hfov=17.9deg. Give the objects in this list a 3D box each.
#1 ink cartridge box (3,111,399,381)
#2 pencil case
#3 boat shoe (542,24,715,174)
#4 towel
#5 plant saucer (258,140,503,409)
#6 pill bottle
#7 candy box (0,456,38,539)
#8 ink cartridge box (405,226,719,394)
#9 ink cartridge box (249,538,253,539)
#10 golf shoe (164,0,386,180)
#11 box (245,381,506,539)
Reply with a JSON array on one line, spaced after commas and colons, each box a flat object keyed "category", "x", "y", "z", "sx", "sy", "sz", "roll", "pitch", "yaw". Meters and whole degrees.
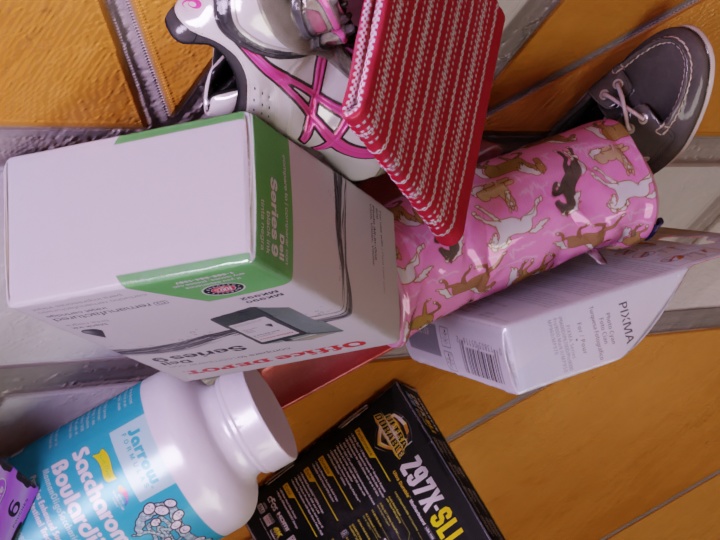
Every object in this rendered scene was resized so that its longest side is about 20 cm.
[{"category": "ink cartridge box", "x": -0.079, "y": -0.008, "z": 1.234, "sx": 0.145, "sy": 0.085, "sz": 0.200, "roll": -10, "pitch": 162, "yaw": 21}, {"category": "pencil case", "x": 0.083, "y": -0.023, "z": 1.377, "sx": 0.199, "sy": 0.087, "sz": 0.083, "roll": -21, "pitch": -175, "yaw": -23}, {"category": "boat shoe", "x": 0.155, "y": -0.078, "z": 1.461, "sx": 0.057, "sy": 0.067, "sz": 0.200, "roll": -16, "pitch": 154, "yaw": -41}, {"category": "towel", "x": 0.034, "y": -0.109, "z": 1.208, "sx": 0.022, "sy": 0.146, "sz": 0.200, "roll": 6, "pitch": 164, "yaw": 19}, {"category": "plant saucer", "x": 0.000, "y": 0.000, "z": 1.459, "sx": 0.199, "sy": 0.037, "sz": 0.200, "roll": -29, "pitch": 156, "yaw": -8}, {"category": "pill bottle", "x": -0.141, "y": 0.134, "z": 1.430, "sx": 0.199, "sy": 0.111, "sz": 0.111, "roll": -30, "pitch": 156, "yaw": 8}, {"category": "candy box", "x": -0.278, "y": 0.159, "z": 1.289, "sx": 0.168, "sy": 0.071, "sz": 0.200, "roll": -65, "pitch": 160, "yaw": -14}, {"category": "ink cartridge box", "x": 0.145, "y": 0.020, "z": 1.445, "sx": 0.199, "sy": 0.048, "sz": 0.160, "roll": -15, "pitch": -170, "yaw": -20}, {"category": "ink cartridge box", "x": -0.077, "y": 0.274, "z": 1.859, "sx": 0.162, "sy": 0.057, "sz": 0.200, "roll": -31, "pitch": 151, "yaw": -5}, {"category": "golf shoe", "x": -0.039, "y": -0.103, "z": 1.191, "sx": 0.092, "sy": 0.073, "sz": 0.200, "roll": -27, "pitch": 147, "yaw": 3}, {"category": "box", "x": 0.020, "y": 0.209, "z": 1.668, "sx": 0.159, "sy": 0.201, "sz": 0.049, "roll": -38, "pitch": 153, "yaw": 11}]
